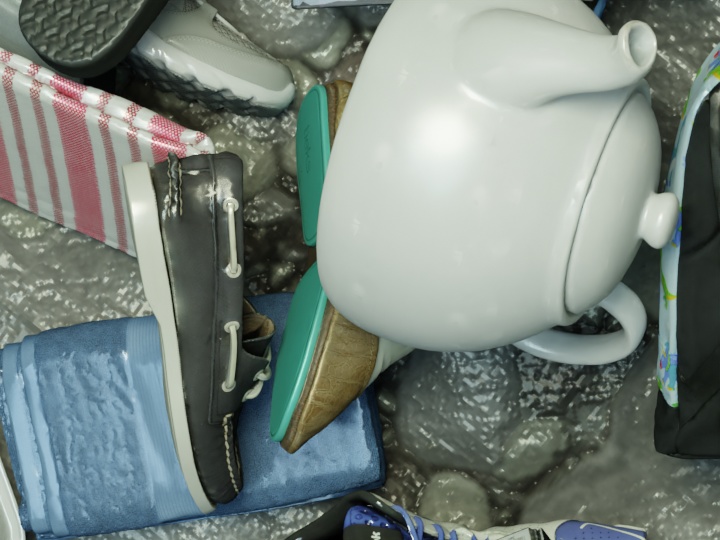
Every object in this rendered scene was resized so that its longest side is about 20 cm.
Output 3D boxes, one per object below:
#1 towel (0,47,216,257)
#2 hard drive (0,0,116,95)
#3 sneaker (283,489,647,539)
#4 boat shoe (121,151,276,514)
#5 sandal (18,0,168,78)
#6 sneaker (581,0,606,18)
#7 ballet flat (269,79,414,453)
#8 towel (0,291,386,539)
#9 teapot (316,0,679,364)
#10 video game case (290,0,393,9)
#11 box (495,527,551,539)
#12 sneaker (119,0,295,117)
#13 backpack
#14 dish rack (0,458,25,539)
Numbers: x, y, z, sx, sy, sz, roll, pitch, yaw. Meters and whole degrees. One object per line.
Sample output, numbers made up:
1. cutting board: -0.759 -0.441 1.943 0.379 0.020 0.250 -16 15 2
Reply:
1. towel: -0.156 -0.068 1.482 0.200 0.146 0.030 24 68 9
2. hard drive: -0.213 -0.147 1.489 0.200 0.140 0.033 35 70 8
3. sneaker: 0.040 0.157 1.452 0.199 0.115 0.081 -1 74 12
4. boat shoe: -0.071 0.030 1.427 0.060 0.074 0.200 -11 119 -3
5. sandal: -0.085 -0.175 1.410 0.075 0.048 0.200 42 88 21
6. sneaker: 0.036 -0.175 1.470 0.199 0.071 0.083 29 81 11
7. ballet flat: 0.000 0.000 1.458 0.072 0.068 0.200 13 61 -17
8. towel: -0.087 0.074 1.518 0.200 0.049 0.112 -9 92 14
9. teapot: 0.077 -0.040 1.358 0.146 0.200 0.198 19 104 14
10. video game case: 0.061 -0.203 1.413 0.200 0.019 0.143 -3 94 11
11. box: 0.037 0.224 1.441 0.200 0.193 0.048 -23 48 14
12. sneaker: -0.112 -0.151 1.495 0.200 0.075 0.082 34 83 0
13. backpack: 0.214 -0.023 1.402 0.163 0.154 0.200 -4 120 14
14. dish rack: -0.289 0.114 1.557 0.200 0.044 0.172 -21 87 20
